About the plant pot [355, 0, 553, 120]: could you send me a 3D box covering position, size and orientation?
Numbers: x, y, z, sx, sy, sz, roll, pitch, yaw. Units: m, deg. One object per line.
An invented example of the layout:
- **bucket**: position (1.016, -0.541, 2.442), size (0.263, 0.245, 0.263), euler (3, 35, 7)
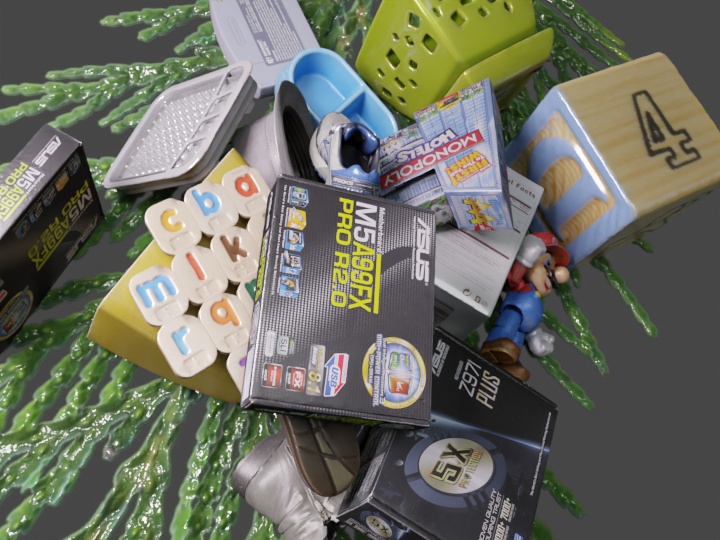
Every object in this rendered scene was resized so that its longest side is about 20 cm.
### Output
- **plant pot**: position (0.136, -0.305, 0.895), size (0.198, 0.199, 0.183), euler (-30, 83, -24)

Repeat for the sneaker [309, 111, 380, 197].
- **sneaker**: position (-0.008, -0.131, 0.716), size (0.076, 0.086, 0.202), euler (7, 40, -19)

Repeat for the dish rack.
- **dish rack**: position (-0.209, -0.161, 0.767), size (0.044, 0.197, 0.174), euler (45, 56, -41)

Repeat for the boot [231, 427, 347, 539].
- **boot**: position (-0.031, 0.196, 0.684), size (0.130, 0.068, 0.201), euler (30, 69, 28)

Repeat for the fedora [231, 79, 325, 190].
- **fedora**: position (-0.100, -0.117, 0.781), size (0.089, 0.177, 0.203), euler (-13, 103, 12)

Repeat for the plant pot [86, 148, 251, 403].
- **plant pot**: position (-0.148, 0.031, 0.686), size (0.176, 0.199, 0.201), euler (39, 63, -13)

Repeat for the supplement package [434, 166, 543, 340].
- **supplement package**: position (0.131, -0.032, 0.817), size (0.116, 0.117, 0.202), euler (29, 63, 1)

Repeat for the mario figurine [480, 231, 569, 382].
- **mario figurine**: position (0.223, 0.037, 0.811), size (0.104, 0.124, 0.202), euler (23, 64, 2)

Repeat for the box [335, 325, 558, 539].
- **box**: position (0.093, 0.189, 0.645), size (0.162, 0.086, 0.201), euler (33, 53, -5)

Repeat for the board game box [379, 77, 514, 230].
- **board game box**: position (0.094, -0.111, 0.748), size (0.197, 0.062, 0.202), euler (-24, 43, 10)

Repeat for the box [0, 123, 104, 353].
- **box**: position (-0.352, -0.028, 0.667), size (0.044, 0.161, 0.202), euler (27, 63, 0)

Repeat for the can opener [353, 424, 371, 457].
- **can opener**: position (0.018, 0.177, 0.727), size (0.053, 0.067, 0.201), euler (32, 63, 2)

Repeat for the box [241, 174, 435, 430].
- **box**: position (-0.014, 0.029, 0.571), size (0.157, 0.044, 0.204), euler (12, 68, -17)

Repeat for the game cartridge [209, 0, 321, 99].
- **game cartridge**: position (-0.139, -0.342, 0.924), size (0.131, 0.042, 0.203), euler (-20, 74, -17)

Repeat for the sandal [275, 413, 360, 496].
- **sandal**: position (-0.051, 0.108, 0.607), size (0.080, 0.054, 0.204), euler (-12, 79, -27)

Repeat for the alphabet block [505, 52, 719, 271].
- **alphabet block**: position (0.339, -0.142, 0.877), size (0.197, 0.196, 0.199), euler (-21, 76, -22)

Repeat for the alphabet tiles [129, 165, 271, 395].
- **alphabet tiles**: position (-0.100, 0.008, 0.585), size (0.198, 0.015, 0.197), euler (-30, 86, -28)

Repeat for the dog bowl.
- **dog bowl**: position (-0.028, -0.214, 0.870), size (0.200, 0.050, 0.111), euler (47, 69, -4)
